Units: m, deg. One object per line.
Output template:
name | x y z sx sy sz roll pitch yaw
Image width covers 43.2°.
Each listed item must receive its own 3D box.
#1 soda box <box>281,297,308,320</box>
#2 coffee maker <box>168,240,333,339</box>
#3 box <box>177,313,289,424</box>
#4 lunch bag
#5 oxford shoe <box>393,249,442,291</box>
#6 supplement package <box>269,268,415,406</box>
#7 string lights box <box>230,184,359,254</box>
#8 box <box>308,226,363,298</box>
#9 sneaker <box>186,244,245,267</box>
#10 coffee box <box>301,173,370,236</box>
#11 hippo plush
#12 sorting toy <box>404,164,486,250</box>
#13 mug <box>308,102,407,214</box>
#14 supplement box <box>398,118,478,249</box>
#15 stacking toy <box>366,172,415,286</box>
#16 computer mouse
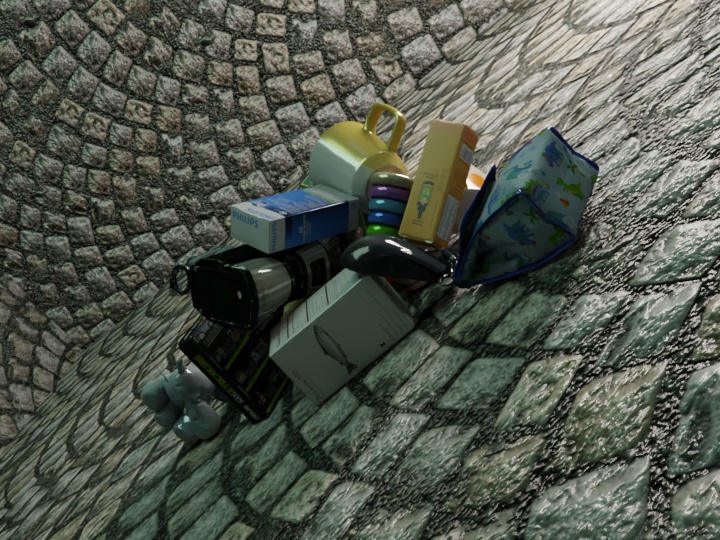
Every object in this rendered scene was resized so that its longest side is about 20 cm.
soda box | -0.140 0.109 1.728 0.200 0.068 0.064 -31 26 44
coffee maker | -0.175 0.002 1.509 0.200 0.192 0.135 -24 -40 -50
box | -0.201 0.134 1.590 0.047 0.193 0.200 -30 18 33
lunch bag | 0.219 -0.079 1.282 0.200 0.127 0.170 -45 9 48
oxford shoe | 0.076 -0.012 1.531 0.071 0.074 0.200 -46 16 -30
supplement package | -0.031 0.091 1.420 0.200 0.117 0.117 -40 16 8
string lights box | -0.108 -0.090 1.518 0.199 0.059 0.102 -18 31 -41
box | -0.040 0.011 1.601 0.100 0.075 0.201 -36 46 27
sneaker | -0.215 -0.025 1.615 0.199 0.076 0.079 -18 37 -30
coffee box | -0.019 -0.106 1.768 0.044 0.199 0.123 -51 -26 -33
hippo plush | -0.309 0.205 1.710 0.159 0.201 0.161 -2 28 35
sorting toy | 0.130 -0.139 1.612 0.200 0.107 0.180 -37 35 17
mug | 0.006 -0.188 1.609 0.149 0.188 0.153 -16 31 -24
supplement box | 0.128 -0.138 1.473 0.066 0.069 0.201 15 84 29
stacking toy | 0.043 -0.056 1.497 0.085 0.085 0.201 179 101 -69
computer mouse | 0.068 -0.023 1.367 0.139 0.199 0.053 -111 29 -70
